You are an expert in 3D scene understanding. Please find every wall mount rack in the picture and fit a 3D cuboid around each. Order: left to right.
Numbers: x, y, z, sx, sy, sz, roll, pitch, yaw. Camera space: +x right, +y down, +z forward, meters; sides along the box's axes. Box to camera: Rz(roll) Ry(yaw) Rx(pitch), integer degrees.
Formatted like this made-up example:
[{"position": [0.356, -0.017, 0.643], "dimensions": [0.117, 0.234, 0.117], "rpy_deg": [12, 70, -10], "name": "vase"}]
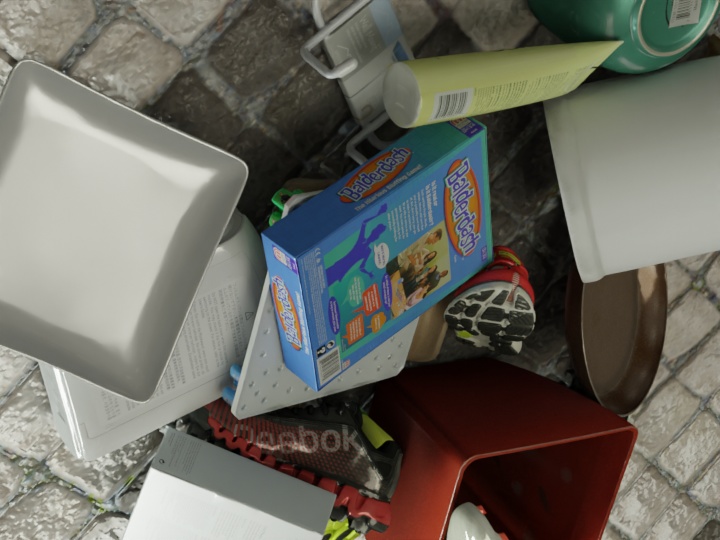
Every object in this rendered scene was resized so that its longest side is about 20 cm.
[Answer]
[{"position": [0.047, -0.173, 1.496], "dimensions": [0.174, 0.075, 0.200], "rpy_deg": [-40, 138, -12], "name": "wall mount rack"}]

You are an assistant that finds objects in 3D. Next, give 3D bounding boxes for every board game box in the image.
[{"position": [-0.016, 0.013, 1.543], "dimensions": [0.200, 0.026, 0.200], "rpy_deg": [-12, 127, -45], "name": "board game box"}, {"position": [0.019, -0.018, 1.495], "dimensions": [0.200, 0.045, 0.152], "rpy_deg": [-35, 141, -25], "name": "board game box"}]

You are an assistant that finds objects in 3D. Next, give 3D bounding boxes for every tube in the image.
[{"position": [0.110, -0.149, 1.482], "dimensions": [0.200, 0.058, 0.052], "rpy_deg": [-11, 112, -32], "name": "tube"}]

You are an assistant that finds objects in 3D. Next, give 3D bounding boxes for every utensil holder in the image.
[{"position": [0.267, -0.090, 1.600], "dimensions": [0.199, 0.170, 0.170], "rpy_deg": [-11, 134, 8], "name": "utensil holder"}]

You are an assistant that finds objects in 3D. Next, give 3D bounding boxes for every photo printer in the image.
[{"position": [-0.159, 0.043, 1.504], "dimensions": [0.200, 0.069, 0.167], "rpy_deg": [-26, 133, -20], "name": "photo printer"}]

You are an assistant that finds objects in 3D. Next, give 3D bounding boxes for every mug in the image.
[{"position": [0.217, -0.245, 1.540], "dimensions": [0.152, 0.114, 0.185], "rpy_deg": [-50, 137, 5], "name": "mug"}]

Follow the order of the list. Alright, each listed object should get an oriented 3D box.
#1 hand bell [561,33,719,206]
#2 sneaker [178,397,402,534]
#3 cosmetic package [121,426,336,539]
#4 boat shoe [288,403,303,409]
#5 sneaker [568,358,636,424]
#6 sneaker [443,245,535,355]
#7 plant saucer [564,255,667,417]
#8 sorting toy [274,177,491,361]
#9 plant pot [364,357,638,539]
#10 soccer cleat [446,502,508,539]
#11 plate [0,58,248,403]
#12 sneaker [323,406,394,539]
[{"position": [0.267, -0.114, 1.717], "dimensions": [0.200, 0.104, 0.104], "rpy_deg": [-35, 137, 8], "name": "hand bell"}, {"position": [-0.052, 0.142, 1.592], "dimensions": [0.200, 0.071, 0.098], "rpy_deg": [27, 81, -7], "name": "sneaker"}, {"position": [-0.122, 0.232, 1.589], "dimensions": [0.150, 0.052, 0.200], "rpy_deg": [24, 134, -2], "name": "cosmetic package"}, {"position": [-0.082, 0.178, 1.666], "dimensions": [0.072, 0.065, 0.200], "rpy_deg": [-4, 123, -35], "name": "boat shoe"}, {"position": [0.202, 0.163, 1.863], "dimensions": [0.087, 0.074, 0.200], "rpy_deg": [-4, 128, -42], "name": "sneaker"}, {"position": [0.115, 0.017, 1.648], "dimensions": [0.200, 0.077, 0.085], "rpy_deg": [96, 5, -79], "name": "sneaker"}, {"position": [0.235, 0.035, 1.764], "dimensions": [0.200, 0.032, 0.201], "rpy_deg": [-6, 97, -60], "name": "plant saucer"}, {"position": [0.000, 0.000, 1.623], "dimensions": [0.200, 0.036, 0.186], "rpy_deg": [0, 121, -32], "name": "sorting toy"}, {"position": [0.101, 0.188, 1.732], "dimensions": [0.199, 0.176, 0.200], "rpy_deg": [-6, 124, -34], "name": "plant pot"}, {"position": [0.091, 0.279, 1.618], "dimensions": [0.077, 0.069, 0.200], "rpy_deg": [-24, 135, -17], "name": "soccer cleat"}, {"position": [-0.205, -0.027, 1.388], "dimensions": [0.199, 0.032, 0.200], "rpy_deg": [25, 87, -26], "name": "plate"}, {"position": [-0.028, 0.195, 1.716], "dimensions": [0.074, 0.084, 0.200], "rpy_deg": [-3, 141, -38], "name": "sneaker"}]
